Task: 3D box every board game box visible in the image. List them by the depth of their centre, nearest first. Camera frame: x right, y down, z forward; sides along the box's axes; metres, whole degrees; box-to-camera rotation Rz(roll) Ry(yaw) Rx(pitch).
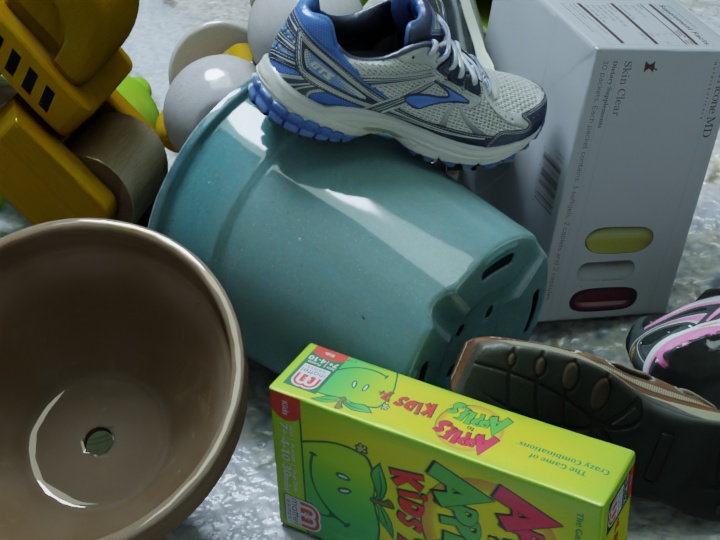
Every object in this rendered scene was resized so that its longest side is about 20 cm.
[{"bbox_3d":[0.047,0.120,0.768,0.198,0.103,0.048,17,37,26],"label":"board game box"}]

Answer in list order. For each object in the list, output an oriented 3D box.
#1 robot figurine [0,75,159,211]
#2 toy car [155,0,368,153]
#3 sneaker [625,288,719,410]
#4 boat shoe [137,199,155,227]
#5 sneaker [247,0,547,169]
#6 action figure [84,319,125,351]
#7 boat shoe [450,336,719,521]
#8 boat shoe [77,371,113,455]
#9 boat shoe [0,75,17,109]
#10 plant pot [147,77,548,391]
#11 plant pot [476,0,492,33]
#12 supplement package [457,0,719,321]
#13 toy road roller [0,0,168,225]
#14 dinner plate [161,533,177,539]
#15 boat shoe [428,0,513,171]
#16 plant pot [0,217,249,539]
[{"bbox_3d":[-0.243,-0.114,1.116,0.198,0.117,0.175,18,31,26],"label":"robot figurine"},{"bbox_3d":[-0.048,-0.135,1.020,0.200,0.150,0.175,-42,20,13],"label":"toy car"},{"bbox_3d":[0.263,0.036,0.908,0.197,0.081,0.086,-5,23,-14],"label":"sneaker"},{"bbox_3d":[-0.177,-0.001,0.992,0.198,0.071,0.070,-26,21,-25],"label":"boat shoe"},{"bbox_3d":[0.036,-0.118,0.836,0.198,0.086,0.077,3,38,-29],"label":"sneaker"},{"bbox_3d":[-0.193,0.017,0.884,0.198,0.052,0.066,10,65,26],"label":"action figure"},{"bbox_3d":[0.142,0.088,0.810,0.198,0.076,0.074,23,12,-14],"label":"boat shoe"},{"bbox_3d":[-0.242,0.079,0.879,0.197,0.064,0.074,3,34,8],"label":"boat shoe"},{"bbox_3d":[-0.289,-0.042,0.992,0.062,0.201,0.073,35,4,30],"label":"boat shoe"},{"bbox_3d":[0.000,0.000,0.883,0.195,0.202,0.199,31,46,29],"label":"plant pot"},{"bbox_3d":[0.146,-0.334,1.390,0.184,0.190,0.200,-8,19,-9],"label":"plant pot"},{"bbox_3d":[0.156,-0.092,0.974,0.109,0.202,0.156,-4,33,-20],"label":"supplement package"},{"bbox_3d":[-0.188,-0.128,0.909,0.145,0.200,0.123,-36,16,25],"label":"toy road roller"},{"bbox_3d":[-0.183,0.194,0.744,0.197,0.025,0.201,-2,33,1],"label":"dinner plate"},{"bbox_3d":[0.054,-0.160,0.966,0.067,0.072,0.203,-15,66,9],"label":"boat shoe"},{"bbox_3d":[-0.155,0.080,0.778,0.198,0.093,0.203,-3,60,5],"label":"plant pot"}]
